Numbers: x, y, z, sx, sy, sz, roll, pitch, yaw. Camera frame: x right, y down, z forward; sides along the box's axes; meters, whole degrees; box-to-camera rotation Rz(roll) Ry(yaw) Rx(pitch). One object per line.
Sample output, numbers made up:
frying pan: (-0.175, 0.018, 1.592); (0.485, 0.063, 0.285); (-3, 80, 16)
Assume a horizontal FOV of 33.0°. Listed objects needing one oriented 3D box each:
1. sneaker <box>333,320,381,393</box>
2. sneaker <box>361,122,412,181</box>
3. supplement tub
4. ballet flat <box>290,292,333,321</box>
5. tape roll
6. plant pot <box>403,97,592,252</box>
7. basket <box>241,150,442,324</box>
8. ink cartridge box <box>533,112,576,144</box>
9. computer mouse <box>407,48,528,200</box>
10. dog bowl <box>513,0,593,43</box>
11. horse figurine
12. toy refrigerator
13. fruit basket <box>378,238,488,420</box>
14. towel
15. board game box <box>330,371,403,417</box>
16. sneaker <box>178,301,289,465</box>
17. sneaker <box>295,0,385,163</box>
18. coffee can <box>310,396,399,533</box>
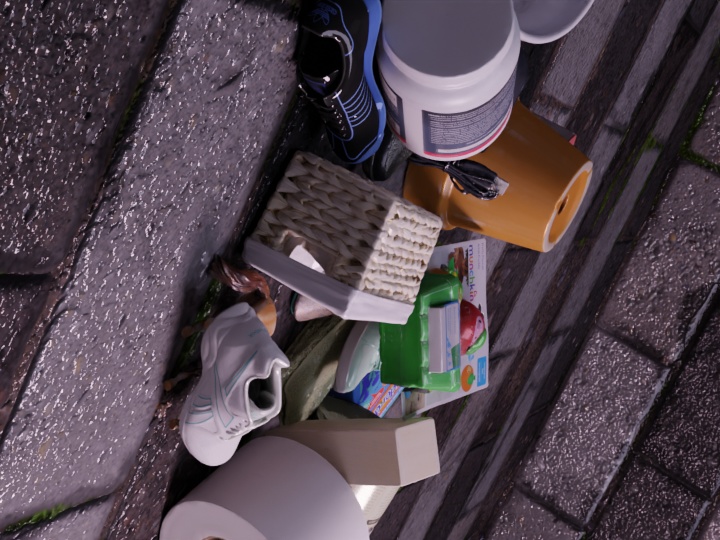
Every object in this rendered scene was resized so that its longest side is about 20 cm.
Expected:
sneaker: (0.055, 0.092, 1.482); (0.201, 0.117, 0.074); (-49, 162, -37)
sneaker: (0.086, -0.169, 1.319); (0.200, 0.113, 0.076); (-53, 158, -14)
supplement tub: (0.084, -0.203, 1.187); (0.141, 0.139, 0.200); (-56, 169, -11)
ballet flat: (0.000, 0.000, 1.401); (0.200, 0.067, 0.069); (-45, 148, -38)
tape roll: (-0.107, 0.308, 1.364); (0.139, 0.201, 0.205); (-37, 150, -48)
plant pot: (0.181, -0.120, 1.514); (0.201, 0.182, 0.201); (-49, 158, -28)
basket: (-0.010, -0.031, 1.235); (0.125, 0.134, 0.200); (-64, 161, 5)
ink cartridge box: (0.214, -0.121, 1.699); (0.067, 0.116, 0.202); (-43, 153, -42)
computer mouse: (0.140, -0.195, 1.410); (0.202, 0.137, 0.053); (-64, -174, -16)
dog bowl: (0.173, -0.341, 1.246); (0.199, 0.078, 0.203); (-24, 125, -38)
horse figurine: (-0.131, 0.072, 1.203); (0.132, 0.050, 0.202); (-22, 141, -50)
toy refrigerator: (-0.011, 0.210, 1.395); (0.075, 0.198, 0.071); (-7, 89, -51)
fruit basket: (0.103, 0.064, 1.415); (0.199, 0.093, 0.188); (-8, 99, -48)
towel: (-0.040, 0.098, 1.487); (0.201, 0.036, 0.149); (-51, 159, -27)
board game box: (0.018, 0.141, 1.680); (0.153, 0.045, 0.201); (-51, 159, -26)
sneaker: (-0.120, 0.127, 1.154); (0.070, 0.080, 0.202); (-26, 147, -38)
sneaker: (-0.024, -0.168, 1.116); (0.078, 0.070, 0.202); (-44, 148, -33)
coffee can: (-0.039, 0.287, 1.556); (0.202, 0.146, 0.146); (-59, 162, 13)
